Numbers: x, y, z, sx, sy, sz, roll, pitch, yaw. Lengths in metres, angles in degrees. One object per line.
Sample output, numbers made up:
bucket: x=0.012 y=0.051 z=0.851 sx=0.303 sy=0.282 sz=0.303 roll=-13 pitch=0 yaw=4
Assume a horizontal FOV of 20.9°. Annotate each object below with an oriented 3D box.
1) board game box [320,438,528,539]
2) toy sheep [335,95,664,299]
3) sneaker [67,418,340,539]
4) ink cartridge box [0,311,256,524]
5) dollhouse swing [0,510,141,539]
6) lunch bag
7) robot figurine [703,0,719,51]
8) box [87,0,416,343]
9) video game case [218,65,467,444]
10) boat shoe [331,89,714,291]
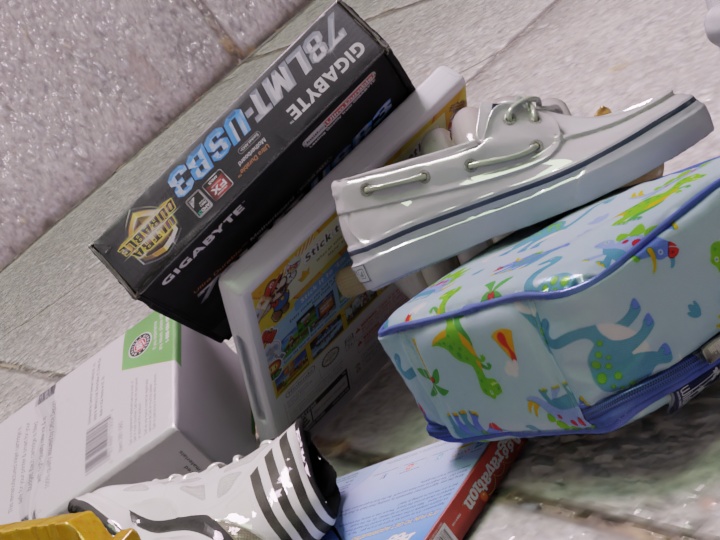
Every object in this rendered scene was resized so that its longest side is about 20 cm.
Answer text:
board game box: x=-0.007 y=0.137 z=1.013 sx=0.199 sy=0.019 sz=0.103 roll=-25 pitch=17 yaw=46
toy sheep: x=0.077 y=-0.031 z=1.107 sx=0.198 sy=0.139 sz=0.138 roll=-19 pitch=16 yaw=6
sneaker: x=-0.075 y=0.133 z=1.051 sx=0.115 sy=0.076 sz=0.200 roll=-35 pitch=18 yaw=-25
ink cartridge box: x=-0.168 y=0.133 z=1.254 sx=0.199 sy=0.084 sz=0.147 roll=-35 pitch=29 yaw=17
dollhouse swing: x=-0.187 y=0.232 z=0.891 sx=0.175 sy=0.183 sz=0.199 roll=-23 pitch=3 yaw=-33
lunch bag: x=0.116 y=0.012 z=0.927 sx=0.160 sy=0.083 sz=0.200 roll=-34 pitch=9 yaw=-30
robot figurine: x=0.264 y=-0.152 z=1.034 sx=0.169 sy=0.114 sz=0.200 roll=-24 pitch=6 yaw=-23
box: x=-0.051 y=-0.052 z=1.159 sx=0.200 sy=0.050 sz=0.199 roll=-45 pitch=-12 yaw=0
video game case: x=0.000 y=0.000 z=1.184 sx=0.200 sy=0.023 sz=0.183 roll=-45 pitch=-30 yaw=-24
boat shoe: x=0.078 y=-0.057 z=0.994 sx=0.199 sy=0.067 sz=0.074 roll=-24 pitch=3 yaw=5
